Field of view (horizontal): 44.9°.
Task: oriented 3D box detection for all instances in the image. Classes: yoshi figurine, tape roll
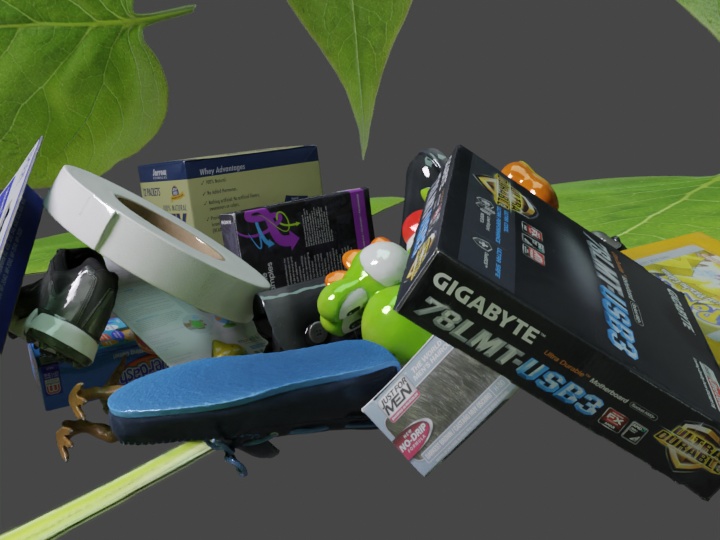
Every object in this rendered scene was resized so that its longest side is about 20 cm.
[{"bbox_3d":[0.066,0.007,0.674,0.199,0.113,0.112,-31,20,-12],"label":"yoshi figurine"},{"bbox_3d":[-0.169,-0.022,0.739,0.202,0.037,0.203,32,3,-2],"label":"tape roll"}]

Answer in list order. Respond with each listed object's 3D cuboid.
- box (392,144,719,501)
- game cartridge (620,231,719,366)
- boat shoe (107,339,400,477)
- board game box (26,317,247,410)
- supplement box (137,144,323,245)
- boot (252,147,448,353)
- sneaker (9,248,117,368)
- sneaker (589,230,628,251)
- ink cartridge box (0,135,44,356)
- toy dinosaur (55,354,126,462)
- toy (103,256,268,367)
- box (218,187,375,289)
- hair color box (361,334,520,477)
[{"bbox_3d":[0.124,0.018,0.530,0.197,0.050,0.200,31,25,-4],"label":"box"},{"bbox_3d":[0.264,0.028,0.705,0.198,0.033,0.176,-11,30,-26],"label":"game cartridge"},{"bbox_3d":[-0.065,0.099,0.584,0.198,0.069,0.084,-5,21,-13],"label":"boat shoe"},{"bbox_3d":[-0.223,0.078,0.874,0.198,0.045,0.152,-12,11,-23],"label":"board game box"},{"bbox_3d":[-0.158,-0.050,1.131,0.199,0.202,0.134,-13,11,-37],"label":"supplement box"},{"bbox_3d":[0.000,0.001,0.739,0.198,0.167,0.066,-18,9,-17],"label":"boot"},{"bbox_3d":[-0.245,0.025,0.724,0.066,0.091,0.199,35,-18,-27],"label":"sneaker"},{"bbox_3d":[0.216,0.011,0.822,0.066,0.092,0.200,-3,10,28],"label":"sneaker"},{"bbox_3d":[-0.302,0.021,0.688,0.200,0.047,0.198,-42,32,22],"label":"ink cartridge box"},{"bbox_3d":[-0.183,0.110,0.679,0.106,0.061,0.199,2,3,-44],"label":"toy dinosaur"},{"bbox_3d":[-0.167,0.050,0.783,0.199,0.048,0.115,33,27,32],"label":"toy"},{"bbox_3d":[-0.062,-0.010,0.995,0.199,0.145,0.036,-15,10,-42],"label":"box"},{"bbox_3d":[0.090,0.054,0.602,0.099,0.061,0.200,-50,-12,26],"label":"hair color box"}]
